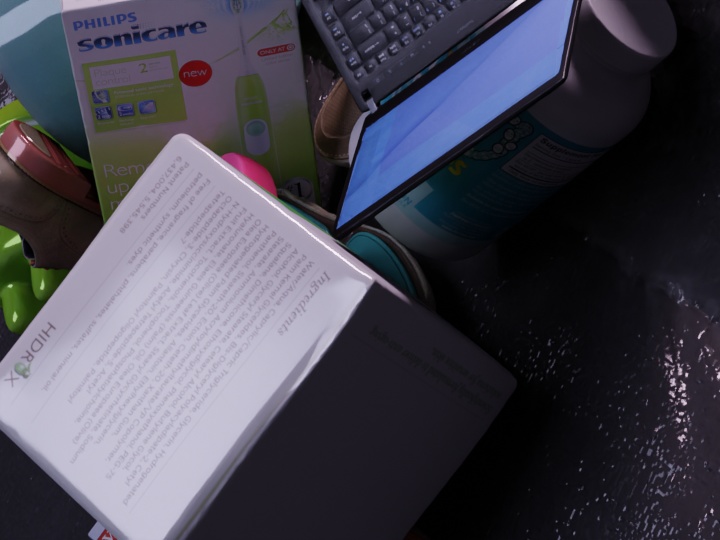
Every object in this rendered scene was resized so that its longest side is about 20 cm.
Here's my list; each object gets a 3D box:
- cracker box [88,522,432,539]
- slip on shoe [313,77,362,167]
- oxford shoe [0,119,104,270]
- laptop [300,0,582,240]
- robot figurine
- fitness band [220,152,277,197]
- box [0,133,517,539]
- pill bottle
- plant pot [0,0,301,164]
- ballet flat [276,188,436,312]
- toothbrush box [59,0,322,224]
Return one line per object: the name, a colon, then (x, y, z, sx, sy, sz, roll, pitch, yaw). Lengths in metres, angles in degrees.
cracker box: (-0.059, 0.167, 1.649, 0.200, 0.058, 0.134, 37, 91, 40)
slip on shoe: (0.024, -0.134, 1.710, 0.200, 0.061, 0.076, -34, 51, 43)
oxford shoe: (-0.196, -0.029, 1.852, 0.075, 0.200, 0.070, -46, 43, 6)
laptop: (0.025, -0.148, 1.473, 0.177, 0.103, 0.200, -34, 79, 33)
robot figurine: (-0.224, -0.044, 1.974, 0.175, 0.116, 0.200, -48, 42, 40)
fitness band: (-0.108, 0.015, 1.703, 0.200, 0.037, 0.144, -55, 20, 32)
box: (-0.062, 0.069, 1.523, 0.171, 0.199, 0.200, 39, 92, 33)
pill bottle: (0.091, -0.098, 1.559, 0.200, 0.111, 0.111, -40, 47, 39)
plant pot: (-0.136, -0.190, 1.852, 0.161, 0.201, 0.201, -30, 53, 31)
ballet flat: (0.000, 0.000, 1.694, 0.200, 0.062, 0.067, 38, 104, 46)
toothbrush box: (-0.109, -0.124, 1.734, 0.086, 0.145, 0.200, -103, 5, -48)
